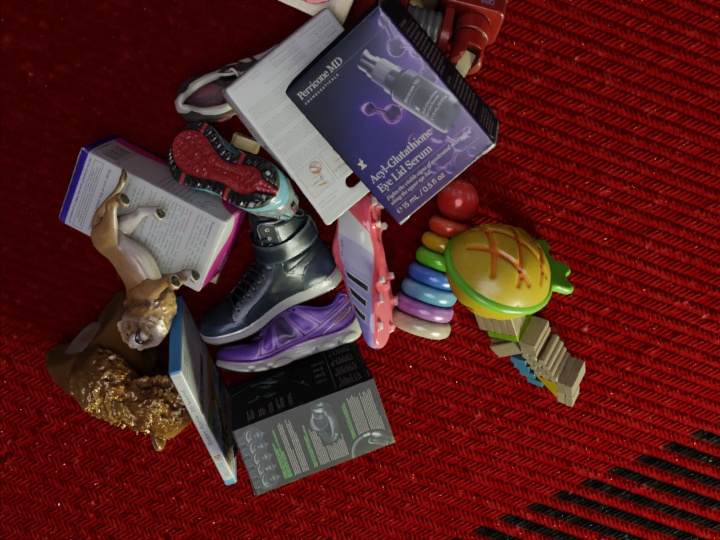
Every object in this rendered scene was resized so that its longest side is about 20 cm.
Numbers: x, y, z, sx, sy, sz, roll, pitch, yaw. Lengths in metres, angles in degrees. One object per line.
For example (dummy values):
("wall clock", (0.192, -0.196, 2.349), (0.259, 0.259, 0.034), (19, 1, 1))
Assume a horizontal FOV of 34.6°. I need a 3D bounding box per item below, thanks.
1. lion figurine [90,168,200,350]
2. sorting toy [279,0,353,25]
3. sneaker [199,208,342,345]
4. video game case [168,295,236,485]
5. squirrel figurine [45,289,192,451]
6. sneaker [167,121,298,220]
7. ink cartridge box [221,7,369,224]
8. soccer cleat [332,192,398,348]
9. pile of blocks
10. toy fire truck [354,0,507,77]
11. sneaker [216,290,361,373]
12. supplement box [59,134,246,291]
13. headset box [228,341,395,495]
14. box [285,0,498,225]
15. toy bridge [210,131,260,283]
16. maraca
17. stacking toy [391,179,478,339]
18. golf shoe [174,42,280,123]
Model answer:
("lion figurine", (-0.270, -0.009, 1.369), (0.121, 0.072, 0.202), (-23, 94, 35))
("sorting toy", (-0.073, -0.420, 1.369), (0.196, 0.070, 0.202), (22, 104, -6))
("sneaker", (-0.137, -0.005, 1.457), (0.200, 0.077, 0.147), (-30, 127, -4))
("video game case", (-0.198, 0.152, 1.456), (0.018, 0.144, 0.202), (-16, 127, 4))
("squirrel figurine", (-0.286, 0.156, 1.468), (0.141, 0.200, 0.187), (-40, 115, 1))
("sneaker", (-0.155, -0.110, 1.405), (0.199, 0.095, 0.080), (33, 89, 34))
("ink cartridge box", (-0.042, -0.183, 1.373), (0.162, 0.050, 0.201), (-39, 101, -8))
("soccer cleat", (0.000, 0.000, 1.465), (0.075, 0.067, 0.204), (-8, 81, 22))
("pile of blocks", (0.226, 0.092, 1.524), (0.200, 0.082, 0.062), (48, 57, -21))
("toy fire truck", (0.072, -0.269, 1.353), (0.173, 0.129, 0.203), (14, 62, -4))
("sneaker", (-0.098, 0.080, 1.517), (0.197, 0.081, 0.085), (-19, 89, -2))
("supplement box", (-0.253, -0.073, 1.429), (0.198, 0.101, 0.104), (26, 109, 4))
("headset box", (-0.073, 0.185, 1.469), (0.197, 0.174, 0.094), (-20, 104, -4))
("box", (0.038, -0.182, 1.286), (0.148, 0.105, 0.200), (-40, 101, 21))
("toy bridge", (-0.188, -0.082, 1.485), (0.066, 0.027, 0.203), (19, 105, -2))
("maraca", (0.185, -0.002, 1.430), (0.138, 0.198, 0.107), (54, 132, 24))
("stacking toy", (0.100, -0.019, 1.479), (0.084, 0.085, 0.203), (15, 100, -4))
("golf shoe", (-0.132, -0.225, 1.413), (0.197, 0.088, 0.078), (-20, 98, 4))
